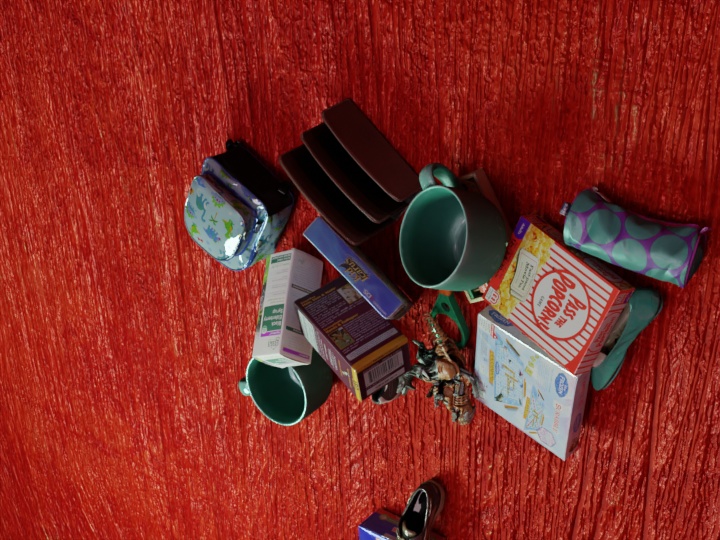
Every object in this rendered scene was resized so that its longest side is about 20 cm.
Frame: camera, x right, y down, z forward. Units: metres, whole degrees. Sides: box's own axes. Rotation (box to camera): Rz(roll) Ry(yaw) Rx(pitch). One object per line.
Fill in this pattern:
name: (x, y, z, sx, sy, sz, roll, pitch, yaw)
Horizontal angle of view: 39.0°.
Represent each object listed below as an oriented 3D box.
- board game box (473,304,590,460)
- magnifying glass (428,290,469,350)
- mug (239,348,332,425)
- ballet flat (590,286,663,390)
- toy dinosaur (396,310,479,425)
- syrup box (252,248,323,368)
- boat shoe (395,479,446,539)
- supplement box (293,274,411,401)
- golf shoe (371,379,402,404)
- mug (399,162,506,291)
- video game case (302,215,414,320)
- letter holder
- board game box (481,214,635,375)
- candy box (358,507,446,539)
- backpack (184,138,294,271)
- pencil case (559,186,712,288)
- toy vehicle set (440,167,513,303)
board game box: (0.272, 0.179, 1.638, 0.199, 0.041, 0.202, 34, 143, 33)
magnifying glass: (0.146, 0.053, 1.713, 0.079, 0.022, 0.202, 25, 138, 37)
mug: (-0.142, 0.202, 1.984, 0.184, 0.114, 0.154, 28, 124, 27)
ballet flat: (0.375, 0.097, 1.522, 0.070, 0.068, 0.201, 15, 128, -11)
toy dinosaur: (0.142, 0.166, 1.744, 0.135, 0.101, 0.203, -1, 93, 43)
syrup box: (-0.132, 0.071, 1.864, 0.078, 0.081, 0.203, -11, 64, 43)
boat shoe: (0.096, 0.493, 1.928, 0.074, 0.073, 0.202, 18, 92, 34)
supplement box: (-0.014, 0.112, 1.738, 0.200, 0.110, 0.086, 45, 155, 40)
golf shoe: (0.018, 0.147, 1.846, 0.077, 0.094, 0.202, -27, 93, 47)
mug: (0.152, -0.062, 1.549, 0.151, 0.113, 0.188, 18, 99, 50)
video game case: (0.000, 0.000, 1.723, 0.045, 0.181, 0.200, -45, 81, 5)
letter holder: (-0.019, -0.160, 1.668, 0.200, 0.142, 0.101, 49, 135, 8)
board game box: (0.291, 0.034, 1.515, 0.200, 0.046, 0.153, 41, 121, 34)
candy box: (0.086, 0.605, 2.056, 0.168, 0.077, 0.202, 18, 125, 33)
backpack: (-0.238, -0.102, 1.888, 0.183, 0.146, 0.201, 40, 136, 19)
pencil case: (0.383, -0.050, 1.426, 0.198, 0.085, 0.094, 24, 107, 28)
toy vehicle set: (0.186, -0.053, 1.634, 0.124, 0.026, 0.202, -20, 100, 45)
